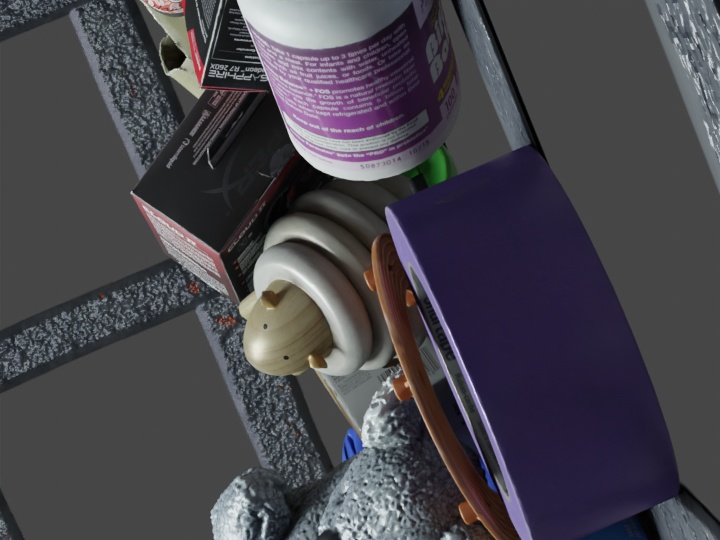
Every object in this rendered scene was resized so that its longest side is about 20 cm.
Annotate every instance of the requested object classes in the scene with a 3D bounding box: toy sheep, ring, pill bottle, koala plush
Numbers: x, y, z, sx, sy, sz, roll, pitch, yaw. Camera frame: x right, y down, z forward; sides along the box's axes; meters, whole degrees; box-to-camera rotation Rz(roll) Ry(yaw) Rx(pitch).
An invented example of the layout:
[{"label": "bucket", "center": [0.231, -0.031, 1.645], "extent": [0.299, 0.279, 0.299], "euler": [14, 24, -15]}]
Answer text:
[{"label": "toy sheep", "center": [0.000, 0.000, 1.412], "extent": [0.138, 0.200, 0.138], "euler": [34, 149, 24]}, {"label": "ring", "center": [0.049, 0.072, 1.259], "extent": [0.201, 0.019, 0.201], "euler": [61, -169, -21]}, {"label": "pill bottle", "center": [-0.010, -0.149, 1.225], "extent": [0.200, 0.112, 0.113], "euler": [69, 177, -57]}, {"label": "koala plush", "center": [0.026, 0.161, 1.368], "extent": [0.178, 0.183, 0.200], "euler": [63, 155, 22]}]

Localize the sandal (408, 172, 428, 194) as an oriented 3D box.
[{"label": "sandal", "center": [0.099, 0.018, 1.331], "extent": [0.200, 0.045, 0.075], "euler": [52, -177, 7]}]

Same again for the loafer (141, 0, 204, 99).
[{"label": "loafer", "center": [-0.116, -0.160, 1.643], "extent": [0.076, 0.068, 0.201], "euler": [-113, 1, -55]}]

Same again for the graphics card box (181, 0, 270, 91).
[{"label": "graphics card box", "center": [-0.064, -0.223, 1.306], "extent": [0.126, 0.051, 0.201], "euler": [-104, 23, -45]}]

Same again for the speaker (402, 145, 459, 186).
[{"label": "speaker", "center": [0.039, -0.035, 1.620], "extent": [0.200, 0.088, 0.089], "euler": [72, 175, -69]}]

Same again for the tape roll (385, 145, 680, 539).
[{"label": "tape roll", "center": [0.089, 0.042, 1.138], "extent": [0.200, 0.085, 0.201], "euler": [156, 90, -88]}]

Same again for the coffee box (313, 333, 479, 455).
[{"label": "coffee box", "center": [0.001, 0.050, 1.544], "extent": [0.200, 0.079, 0.115], "euler": [55, 176, 37]}]

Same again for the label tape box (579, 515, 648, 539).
[{"label": "label tape box", "center": [0.133, 0.155, 1.364], "extent": [0.144, 0.066, 0.201], "euler": [-112, 13, -49]}]

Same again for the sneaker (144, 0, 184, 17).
[{"label": "sneaker", "center": [-0.093, -0.268, 1.454], "extent": [0.067, 0.202, 0.108], "euler": [26, 178, -2]}]

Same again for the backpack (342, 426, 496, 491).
[{"label": "backpack", "center": [0.090, 0.183, 1.602], "extent": [0.201, 0.167, 0.163], "euler": [63, -175, 34]}]

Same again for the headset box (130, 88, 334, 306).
[{"label": "headset box", "center": [-0.073, -0.072, 1.443], "extent": [0.075, 0.149, 0.200], "euler": [34, 172, 8]}]
